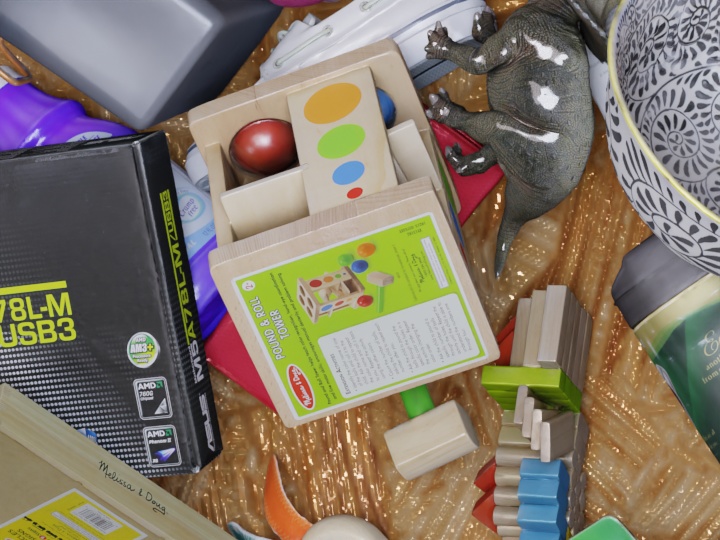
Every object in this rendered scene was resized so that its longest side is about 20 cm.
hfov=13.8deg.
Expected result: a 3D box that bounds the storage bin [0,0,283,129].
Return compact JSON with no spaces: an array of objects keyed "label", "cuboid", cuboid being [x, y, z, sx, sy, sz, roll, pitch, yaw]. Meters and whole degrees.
[{"label":"storage bin","cuboid":[-0.137,-0.150,1.692,0.134,0.200,0.146,40,105,5]}]

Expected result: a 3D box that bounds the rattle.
[{"label":"rattle","cuboid":[-0.017,0.202,1.690,0.130,0.143,0.200,-41,85,36]}]

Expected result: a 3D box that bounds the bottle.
[{"label":"bottle","cuboid":[-0.150,-0.044,1.756,0.200,0.065,0.084,40,72,15]}]

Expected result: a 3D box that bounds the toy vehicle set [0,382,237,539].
[{"label":"toy vehicle set","cuboid":[-0.171,0.145,1.711,0.124,0.200,0.027,-26,39,38]}]

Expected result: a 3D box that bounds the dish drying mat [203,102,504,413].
[{"label":"dish drying mat","cuboid":[-0.006,-0.006,1.727,0.077,0.018,0.200,37,104,-7]}]

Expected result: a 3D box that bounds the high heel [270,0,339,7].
[{"label":"high heel","cuboid":[-0.012,-0.245,1.686,0.067,0.096,0.200,25,101,17]}]

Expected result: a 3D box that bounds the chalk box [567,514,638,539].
[{"label":"chalk box","cuboid":[0.176,0.224,1.609,0.124,0.124,0.200,-39,78,41]}]

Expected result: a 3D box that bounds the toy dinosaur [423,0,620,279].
[{"label":"toy dinosaur","cuboid":[0.092,-0.088,1.625,0.102,0.077,0.200,15,99,33]}]

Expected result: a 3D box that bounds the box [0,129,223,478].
[{"label":"box","cuboid":[-0.190,0.027,1.710,0.200,0.048,0.193,-5,103,20]}]

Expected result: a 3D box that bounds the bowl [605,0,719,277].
[{"label":"bowl","cuboid":[0.202,-0.059,1.549,0.201,0.201,0.094,47,140,12]}]

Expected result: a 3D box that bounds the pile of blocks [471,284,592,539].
[{"label":"pile of blocks","cuboid":[0.089,0.107,1.673,0.062,0.082,0.200,1,93,21]}]

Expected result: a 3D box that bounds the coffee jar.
[{"label":"coffee jar","cuboid":[0.217,0.062,1.612,0.085,0.104,0.200,-35,81,11]}]

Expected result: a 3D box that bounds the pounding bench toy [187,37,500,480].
[{"label":"pounding bench toy","cuboid":[0.000,0.000,1.648,0.124,0.156,0.200,-19,129,6]}]

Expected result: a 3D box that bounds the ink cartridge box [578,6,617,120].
[{"label":"ink cartridge box","cuboid":[0.208,-0.153,1.638,0.200,0.044,0.174,-30,83,19]}]

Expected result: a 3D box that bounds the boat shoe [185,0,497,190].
[{"label":"boat shoe","cuboid":[-0.018,-0.116,1.715,0.200,0.074,0.067,-27,75,8]}]
